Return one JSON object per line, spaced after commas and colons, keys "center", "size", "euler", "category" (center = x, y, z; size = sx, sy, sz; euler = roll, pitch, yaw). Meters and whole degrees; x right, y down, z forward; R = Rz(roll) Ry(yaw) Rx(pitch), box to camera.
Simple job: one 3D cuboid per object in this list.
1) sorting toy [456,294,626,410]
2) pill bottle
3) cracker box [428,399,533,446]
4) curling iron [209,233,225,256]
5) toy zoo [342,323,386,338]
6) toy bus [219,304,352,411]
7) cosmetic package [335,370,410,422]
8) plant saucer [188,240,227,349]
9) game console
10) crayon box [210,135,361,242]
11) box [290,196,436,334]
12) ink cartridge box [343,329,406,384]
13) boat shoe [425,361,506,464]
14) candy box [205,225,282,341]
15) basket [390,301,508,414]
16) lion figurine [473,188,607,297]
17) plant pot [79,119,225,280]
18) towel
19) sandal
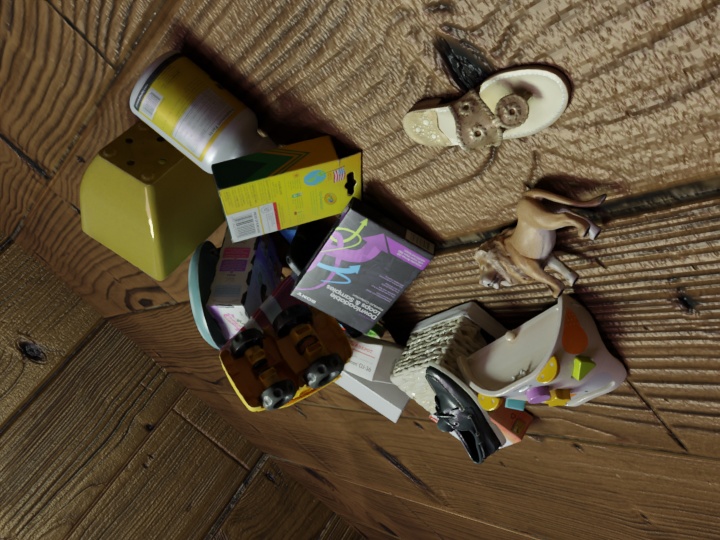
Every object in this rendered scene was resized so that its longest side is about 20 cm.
{"center": [0.272, 0.146, 0.931], "size": [0.180, 0.107, 0.200], "euler": [22, 137, -29], "category": "sorting toy"}
{"center": [-0.220, -0.212, 0.959], "size": [0.200, 0.112, 0.112], "euler": [39, 154, -5], "category": "pill bottle"}
{"center": [0.228, 0.286, 1.295], "size": [0.134, 0.058, 0.200], "euler": [35, 155, 3], "category": "cracker box"}
{"center": [-0.260, -0.044, 1.268], "size": [0.050, 0.026, 0.200], "euler": [56, -172, -7], "category": "curling iron"}
{"center": [-0.058, 0.090, 1.327], "size": [0.200, 0.020, 0.131], "euler": [29, 156, -7], "category": "toy zoo"}
{"center": [-0.129, 0.172, 1.147], "size": [0.136, 0.200, 0.192], "euler": [54, 156, 22], "category": "toy bus"}
{"center": [0.019, 0.229, 1.429], "size": [0.200, 0.085, 0.108], "euler": [32, 155, 8], "category": "cosmetic package"}
{"center": [-0.272, 0.046, 1.203], "size": [0.027, 0.200, 0.200], "euler": [-9, 144, 3], "category": "plant saucer"}
{"center": [-0.081, 0.012, 1.164], "size": [0.116, 0.176, 0.200], "euler": [-24, 121, 29], "category": "game console"}
{"center": [-0.099, -0.117, 0.941], "size": [0.127, 0.200, 0.051], "euler": [91, 160, -58], "category": "crayon box"}
{"center": [0.000, 0.000, 1.001], "size": [0.143, 0.036, 0.200], "euler": [28, 130, -11], "category": "box"}
{"center": [0.030, 0.161, 1.211], "size": [0.200, 0.068, 0.116], "euler": [19, 177, -44], "category": "ink cartridge box"}
{"center": [0.143, 0.216, 0.981], "size": [0.074, 0.066, 0.199], "euler": [24, 156, 53], "category": "boat shoe"}
{"center": [-0.209, 0.028, 1.234], "size": [0.071, 0.200, 0.168], "euler": [0, 144, 9], "category": "candy box"}
{"center": [0.154, 0.154, 1.091], "size": [0.135, 0.123, 0.200], "euler": [39, 153, -8], "category": "basket"}
{"center": [0.205, -0.042, 0.781], "size": [0.122, 0.072, 0.200], "euler": [39, 143, 25], "category": "lion figurine"}
{"center": [-0.370, -0.146, 1.183], "size": [0.194, 0.196, 0.200], "euler": [31, 145, 11], "category": "plant pot"}
{"center": [-0.157, 0.102, 1.190], "size": [0.023, 0.200, 0.144], "euler": [29, 158, 29], "category": "towel"}
{"center": [0.115, -0.148, 0.696], "size": [0.211, 0.070, 0.078], "euler": [1, 137, 50], "category": "sandal"}
